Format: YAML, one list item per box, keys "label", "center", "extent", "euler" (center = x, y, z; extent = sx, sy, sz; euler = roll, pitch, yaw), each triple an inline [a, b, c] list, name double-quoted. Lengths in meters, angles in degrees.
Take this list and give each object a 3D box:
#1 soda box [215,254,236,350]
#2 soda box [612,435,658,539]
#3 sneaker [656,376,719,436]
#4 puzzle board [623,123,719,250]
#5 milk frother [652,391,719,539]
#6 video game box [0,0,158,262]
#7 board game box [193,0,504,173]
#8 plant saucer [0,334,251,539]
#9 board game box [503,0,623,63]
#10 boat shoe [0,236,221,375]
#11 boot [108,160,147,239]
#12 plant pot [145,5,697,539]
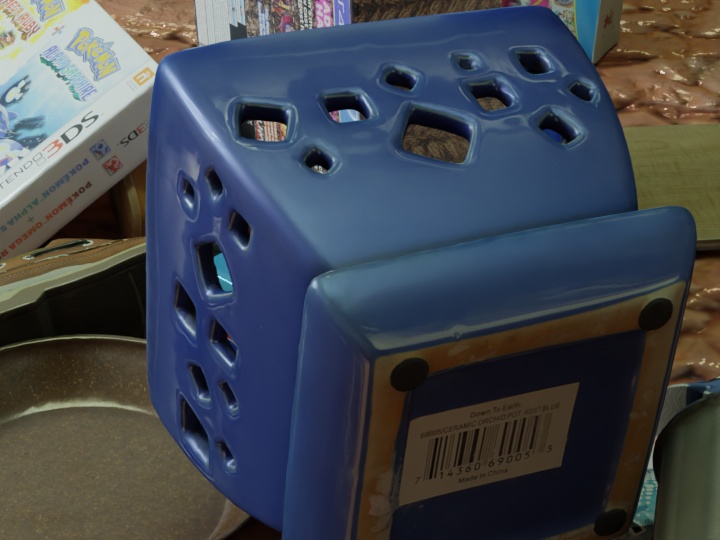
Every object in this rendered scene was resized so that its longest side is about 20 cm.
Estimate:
- label: "soda box"
  center: [0.000, 0.000, 1.054]
  extent: [0.068, 0.065, 0.199]
  euler: [26, 39, 33]
- label: "soda box"
  center: [0.076, 0.128, 0.868]
  extent: [0.198, 0.064, 0.069]
  euler: [-5, 32, -13]
- label: "sneaker"
  center: [0.258, 0.087, 0.937]
  extent: [0.198, 0.081, 0.115]
  euler: [25, 40, 34]
- label: "puzzle board"
  center: [0.169, -0.052, 1.217]
  extent: [0.198, 0.018, 0.151]
  euler: [-4, 33, -11]
- label: "milk frother"
  center: [0.217, 0.166, 0.738]
  extent: [0.200, 0.180, 0.189]
  euler: [39, 44, -25]
- label: "video game box"
  center: [-0.217, -0.092, 1.134]
  extent: [0.182, 0.047, 0.200]
  euler: [-38, 42, -7]
- label: "board game box"
  center: [-0.012, -0.139, 1.060]
  extent: [0.096, 0.161, 0.200]
  euler: [-16, 28, -27]
- label: "plant saucer"
  center: [-0.139, 0.101, 0.917]
  extent: [0.198, 0.037, 0.201]
  euler: [2, 32, -1]
- label: "board game box"
  center: [0.109, -0.260, 1.422]
  extent: [0.199, 0.149, 0.064]
  euler: [17, 31, 22]
- label: "boat shoe"
  center: [-0.154, 0.008, 1.031]
  extent: [0.198, 0.072, 0.068]
  euler: [-13, 35, -26]
- label: "boot"
  center: [-0.092, -0.082, 1.185]
  extent: [0.143, 0.071, 0.202]
  euler: [-3, 28, -9]
- label: "plant pot"
  center: [0.026, 0.021, 0.796]
  extent: [0.198, 0.201, 0.180]
  euler: [-11, 41, -22]
